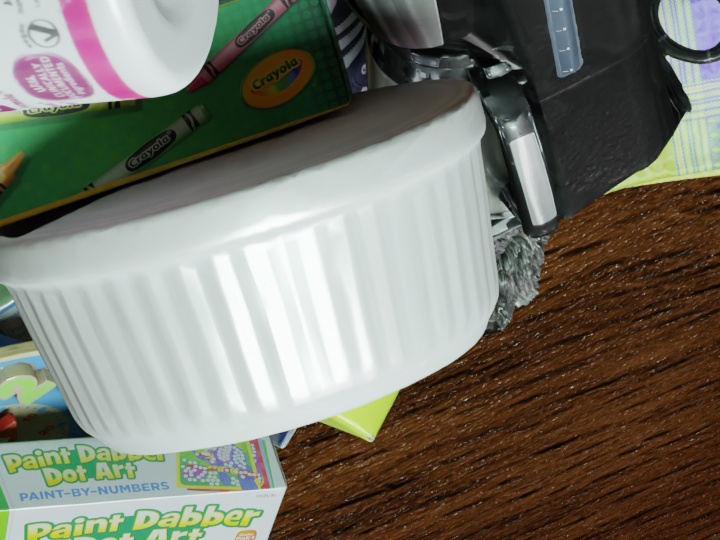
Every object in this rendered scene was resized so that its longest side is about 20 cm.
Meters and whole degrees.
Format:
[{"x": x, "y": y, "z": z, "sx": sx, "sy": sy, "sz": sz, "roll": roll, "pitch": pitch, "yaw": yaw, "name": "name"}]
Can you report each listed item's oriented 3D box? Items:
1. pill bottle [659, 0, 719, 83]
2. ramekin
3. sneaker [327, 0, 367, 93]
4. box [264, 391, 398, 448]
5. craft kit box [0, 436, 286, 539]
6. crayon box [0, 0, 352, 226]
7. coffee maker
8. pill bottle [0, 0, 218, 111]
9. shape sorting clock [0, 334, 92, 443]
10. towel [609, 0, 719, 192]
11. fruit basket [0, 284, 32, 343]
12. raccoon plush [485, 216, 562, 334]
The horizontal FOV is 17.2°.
[{"x": 0.148, "y": -0.125, "z": 1.256, "sx": 0.200, "sy": 0.116, "sz": 0.116, "roll": -39, "pitch": 154, "yaw": 13, "name": "pill bottle"}, {"x": -0.039, "y": -0.001, "z": 0.925, "sx": 0.202, "sy": 0.094, "sz": 0.202, "roll": -16, "pitch": -169, "yaw": 3, "name": "ramekin"}, {"x": -0.011, "y": -0.126, "z": 1.129, "sx": 0.108, "sy": 0.070, "sz": 0.200, "roll": -23, "pitch": 150, "yaw": -31, "name": "sneaker"}, {"x": 0.000, "y": 0.000, "z": 1.192, "sx": 0.048, "sy": 0.122, "sz": 0.200, "roll": 32, "pitch": 81, "yaw": -26, "name": "box"}, {"x": -0.154, "y": 0.157, "z": 1.143, "sx": 0.200, "sy": 0.049, "sz": 0.198, "roll": -3, "pitch": 135, "yaw": -22, "name": "craft kit box"}, {"x": -0.115, "y": -0.065, "z": 0.960, "sx": 0.200, "sy": 0.058, "sz": 0.119, "roll": -20, "pitch": -168, "yaw": -11, "name": "crayon box"}, {"x": 0.075, "y": -0.133, "z": 1.033, "sx": 0.192, "sy": 0.135, "sz": 0.200, "roll": -46, "pitch": 152, "yaw": -17, "name": "coffee maker"}, {"x": -0.161, "y": -0.110, "z": 0.848, "sx": 0.200, "sy": 0.114, "sz": 0.113, "roll": -4, "pitch": 160, "yaw": 17, "name": "pill bottle"}, {"x": -0.188, "y": 0.092, "z": 1.135, "sx": 0.200, "sy": 0.039, "sz": 0.200, "roll": -19, "pitch": 152, "yaw": -11, "name": "shape sorting clock"}, {"x": 0.165, "y": -0.139, "z": 1.178, "sx": 0.143, "sy": 0.023, "sz": 0.200, "roll": -8, "pitch": 110, "yaw": 2, "name": "towel"}, {"x": -0.168, "y": -0.040, "z": 1.076, "sx": 0.185, "sy": 0.094, "sz": 0.200, "roll": -32, "pitch": 152, "yaw": -1, "name": "fruit basket"}, {"x": 0.060, "y": -0.059, "z": 1.356, "sx": 0.200, "sy": 0.097, "sz": 0.134, "roll": -56, "pitch": 147, "yaw": -20, "name": "raccoon plush"}]
